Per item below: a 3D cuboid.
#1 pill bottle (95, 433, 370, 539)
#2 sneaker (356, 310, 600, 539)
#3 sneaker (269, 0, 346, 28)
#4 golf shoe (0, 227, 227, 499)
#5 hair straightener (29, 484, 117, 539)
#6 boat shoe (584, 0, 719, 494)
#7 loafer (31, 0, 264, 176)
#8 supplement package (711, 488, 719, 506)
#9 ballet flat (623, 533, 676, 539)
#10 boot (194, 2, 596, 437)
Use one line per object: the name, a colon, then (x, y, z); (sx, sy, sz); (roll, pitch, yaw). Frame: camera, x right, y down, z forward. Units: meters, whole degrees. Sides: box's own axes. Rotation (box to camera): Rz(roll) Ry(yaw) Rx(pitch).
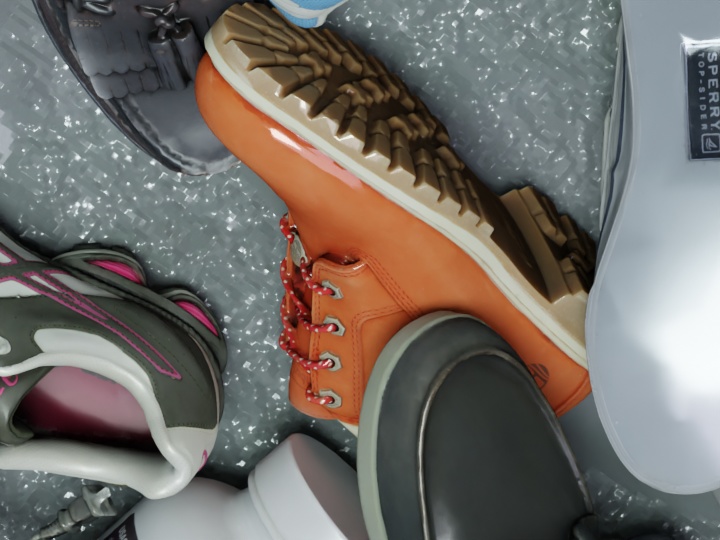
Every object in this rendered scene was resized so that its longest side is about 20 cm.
pill bottle: (-0.071, 0.149, 0.857); (0.200, 0.112, 0.112); (-42, 111, 10)
sneaker: (0.070, 0.108, 0.779); (0.075, 0.106, 0.200); (-27, 109, -28)
sneaker: (0.049, -0.141, 0.781); (0.200, 0.072, 0.073); (-27, 147, -9)
golf shoe: (-0.135, 0.014, 0.810); (0.200, 0.088, 0.077); (18, 110, -12)
hair straightener: (-0.103, 0.101, 0.803); (0.077, 0.200, 0.041); (-56, 140, -2)
boat shoe: (0.112, -0.031, 0.807); (0.073, 0.065, 0.201); (6, 93, 10)
loafer: (-0.076, -0.114, 0.777); (0.072, 0.063, 0.200); (-18, 113, -1)
supplement package: (0.218, 0.051, 0.807); (0.150, 0.200, 0.152); (4, 112, -10)
ballet flat: (0.046, 0.156, 0.870); (0.200, 0.073, 0.073); (-33, 114, -19)
boot: (0.000, 0.000, 0.816); (0.107, 0.075, 0.200); (-38, 125, 16)
